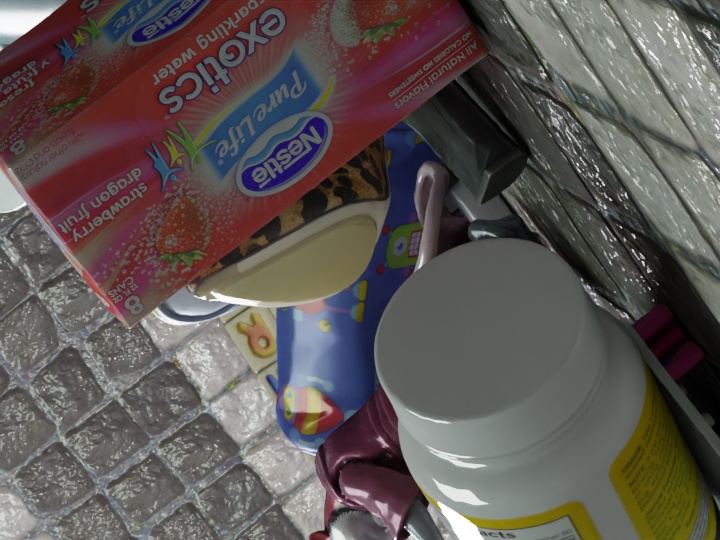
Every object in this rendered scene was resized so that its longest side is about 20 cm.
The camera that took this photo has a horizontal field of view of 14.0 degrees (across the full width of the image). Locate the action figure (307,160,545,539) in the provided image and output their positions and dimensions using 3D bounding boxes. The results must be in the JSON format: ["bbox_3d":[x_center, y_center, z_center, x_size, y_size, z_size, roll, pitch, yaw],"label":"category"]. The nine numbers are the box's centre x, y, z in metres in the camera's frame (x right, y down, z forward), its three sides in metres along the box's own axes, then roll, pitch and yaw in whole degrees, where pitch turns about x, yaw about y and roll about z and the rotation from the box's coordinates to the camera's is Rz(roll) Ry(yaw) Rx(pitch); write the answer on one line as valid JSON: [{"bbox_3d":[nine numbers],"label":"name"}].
[{"bbox_3d":[0.029,0.072,1.475,0.149,0.200,0.134,40,-164,-13],"label":"action figure"}]

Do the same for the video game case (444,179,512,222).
[{"bbox_3d":[0.102,0.029,1.620,0.182,0.023,0.200,53,174,0],"label":"video game case"}]

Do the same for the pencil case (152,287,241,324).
[{"bbox_3d":[-0.122,-0.055,1.580,0.200,0.090,0.083,50,145,42],"label":"pencil case"}]

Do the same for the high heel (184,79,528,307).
[{"bbox_3d":[-0.036,-0.061,1.338,0.143,0.200,0.072,48,140,20],"label":"high heel"}]

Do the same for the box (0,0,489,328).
[{"bbox_3d":[-0.060,-0.084,1.258,0.103,0.200,0.095,56,174,-33],"label":"box"}]

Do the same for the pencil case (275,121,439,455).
[{"bbox_3d":[0.000,0.000,1.546,0.078,0.087,0.201,25,120,43],"label":"pencil case"}]

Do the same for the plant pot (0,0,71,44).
[{"bbox_3d":[-0.118,-0.187,1.340,0.134,0.201,0.200,17,-168,-25],"label":"plant pot"}]

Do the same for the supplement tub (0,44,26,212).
[{"bbox_3d":[-0.134,-0.128,1.491,0.140,0.200,0.141,26,134,31],"label":"supplement tub"}]

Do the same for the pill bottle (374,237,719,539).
[{"bbox_3d":[0.084,0.082,1.297,0.114,0.114,0.200,48,173,42],"label":"pill bottle"}]

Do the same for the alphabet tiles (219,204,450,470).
[{"bbox_3d":[-0.002,0.020,1.606,0.200,0.166,0.006,57,-146,0],"label":"alphabet tiles"}]

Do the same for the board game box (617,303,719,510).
[{"bbox_3d":[0.186,0.113,1.375,0.200,0.026,0.200,52,176,11],"label":"board game box"}]
